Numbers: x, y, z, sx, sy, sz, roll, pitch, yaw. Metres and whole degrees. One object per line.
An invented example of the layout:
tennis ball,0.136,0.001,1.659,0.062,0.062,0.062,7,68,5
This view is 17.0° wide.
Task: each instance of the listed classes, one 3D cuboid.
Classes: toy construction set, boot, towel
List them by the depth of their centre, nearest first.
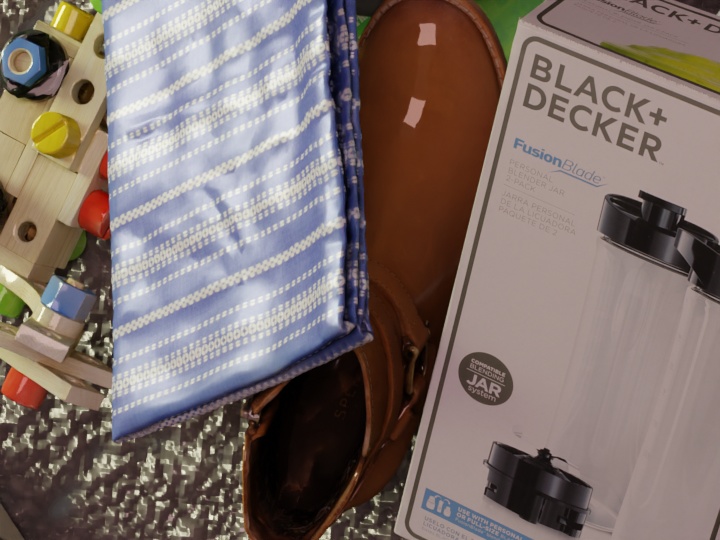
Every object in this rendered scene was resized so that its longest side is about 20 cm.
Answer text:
towel,-0.052,-0.052,0.872,0.144,0.024,0.202,-24,62,45
boot,0.000,0.000,0.898,0.076,0.155,0.201,20,108,8
toy construction set,-0.100,-0.039,0.982,0.131,0.092,0.201,28,79,19

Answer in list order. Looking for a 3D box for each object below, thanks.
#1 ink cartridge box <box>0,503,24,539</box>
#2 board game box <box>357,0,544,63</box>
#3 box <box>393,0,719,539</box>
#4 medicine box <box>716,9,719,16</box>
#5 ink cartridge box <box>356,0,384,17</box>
ink cartridge box,-0.163,0.143,0.960,0.067,0.116,0.201,-36,79,3
board game box,0.039,-0.104,0.997,0.095,0.030,0.201,-24,81,7
box,0.089,0.017,0.788,0.116,0.060,0.201,25,122,19
medicine box,0.191,-0.072,0.886,0.103,0.182,0.201,34,90,12
ink cartridge box,0.018,-0.219,0.932,0.144,0.084,0.202,-22,74,42
